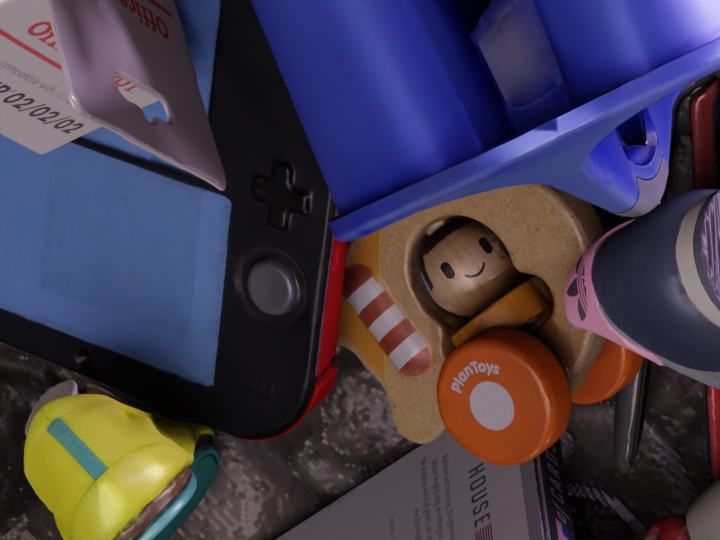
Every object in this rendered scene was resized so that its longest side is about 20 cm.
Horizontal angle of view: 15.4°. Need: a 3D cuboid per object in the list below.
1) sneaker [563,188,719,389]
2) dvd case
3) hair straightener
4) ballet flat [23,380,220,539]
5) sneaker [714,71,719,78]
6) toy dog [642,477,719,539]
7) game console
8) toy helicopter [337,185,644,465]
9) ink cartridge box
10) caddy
[{"bbox_3d":[0.156,0.017,0.934,0.200,0.070,0.082,22,154,-39],"label":"sneaker"},{"bbox_3d":[-0.002,0.145,1.008,0.200,0.150,0.025,-34,125,23],"label":"dvd case"},{"bbox_3d":[0.096,-0.016,0.972,0.077,0.041,0.200,0,115,11],"label":"hair straightener"},{"bbox_3d":[-0.092,0.070,0.982,0.067,0.200,0.067,42,85,2],"label":"ballet flat"},{"bbox_3d":[0.163,-0.077,0.869,0.104,0.200,0.060,36,77,10],"label":"sneaker"},{"bbox_3d":[0.114,0.142,0.999,0.096,0.132,0.200,40,146,-22],"label":"toy dog"},{"bbox_3d":[-0.089,-0.043,0.967,0.200,0.031,0.177,20,119,28],"label":"game console"},{"bbox_3d":[0.000,0.000,0.977,0.200,0.079,0.132,-6,105,35],"label":"toy helicopter"},{"bbox_3d":[-0.119,-0.115,0.879,0.068,0.115,0.200,-24,70,16],"label":"ink cartridge box"},{"bbox_3d":[0.055,-0.063,0.721,0.141,0.200,0.105,-26,92,18],"label":"caddy"}]
